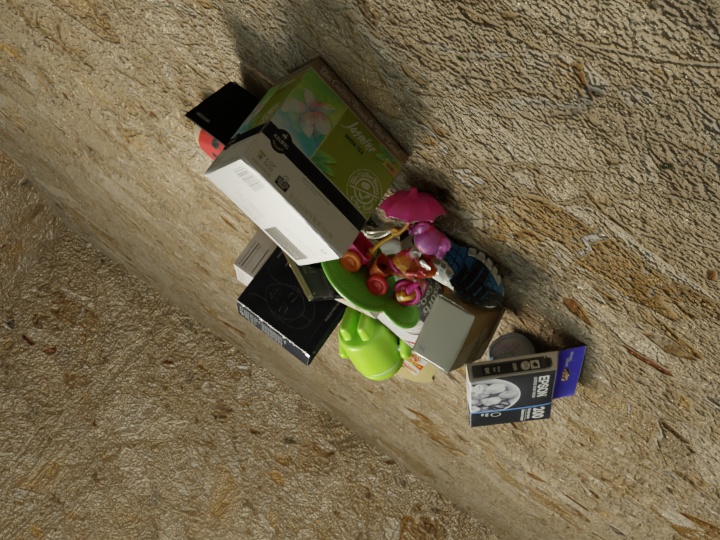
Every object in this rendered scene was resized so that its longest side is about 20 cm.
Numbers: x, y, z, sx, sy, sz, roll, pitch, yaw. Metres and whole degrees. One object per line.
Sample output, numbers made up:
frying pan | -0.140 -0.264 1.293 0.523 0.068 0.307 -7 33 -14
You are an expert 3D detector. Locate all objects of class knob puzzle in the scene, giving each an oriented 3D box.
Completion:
knob puzzle | 0.094 0.177 2.082 0.217 0.031 0.222 30 148 20

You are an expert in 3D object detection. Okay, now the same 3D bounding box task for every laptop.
laptop | -0.161 -0.205 1.467 0.176 0.104 0.200 37 174 7

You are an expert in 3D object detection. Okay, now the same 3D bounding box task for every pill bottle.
pill bottle | 0.092 0.043 1.609 0.115 0.118 0.199 17 163 49

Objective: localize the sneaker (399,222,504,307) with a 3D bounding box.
sneaker | 0.154 -0.002 1.480 0.199 0.075 0.087 39 172 29

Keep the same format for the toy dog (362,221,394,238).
toy dog | -0.031 -0.085 1.595 0.200 0.129 0.098 141 119 -67

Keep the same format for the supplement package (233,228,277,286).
supplement package | -0.181 0.016 2.128 0.198 0.110 0.114 35 163 9

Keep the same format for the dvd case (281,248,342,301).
dvd case | -0.101 -0.038 1.661 0.202 0.016 0.148 61 -159 12

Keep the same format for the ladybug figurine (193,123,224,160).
ladybug figurine | -0.225 -0.223 1.665 0.198 0.072 0.136 34 162 15

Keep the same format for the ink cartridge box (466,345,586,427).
ink cartridge box | 0.275 0.198 1.544 0.195 0.044 0.199 -9 148 2

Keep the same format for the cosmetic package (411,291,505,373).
cosmetic package | 0.162 0.094 1.489 0.070 0.107 0.199 29 -166 19

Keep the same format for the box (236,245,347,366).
box | -0.130 0.059 1.981 0.195 0.201 0.124 36 165 6

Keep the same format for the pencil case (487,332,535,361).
pencil case | 0.282 0.191 1.667 0.092 0.082 0.201 60 177 32

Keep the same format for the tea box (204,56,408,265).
tea box | -0.074 -0.150 1.310 0.200 0.198 0.133 43 155 -22

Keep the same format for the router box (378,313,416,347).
router box | 0.111 0.100 1.820 0.179 0.049 0.199 42 164 -29

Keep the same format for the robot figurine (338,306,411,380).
robot figurine | 0.025 0.156 1.974 0.172 0.117 0.201 -4 140 27

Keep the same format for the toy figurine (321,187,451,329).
toy figurine | 0.066 -0.033 1.402 0.200 0.151 0.184 42 126 -6

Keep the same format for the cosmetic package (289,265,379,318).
cosmetic package | -0.030 0.001 1.794 0.198 0.104 0.087 25 162 41

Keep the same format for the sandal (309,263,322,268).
sandal | 0.000 0.000 1.645 0.196 0.046 0.075 0 168 -27
